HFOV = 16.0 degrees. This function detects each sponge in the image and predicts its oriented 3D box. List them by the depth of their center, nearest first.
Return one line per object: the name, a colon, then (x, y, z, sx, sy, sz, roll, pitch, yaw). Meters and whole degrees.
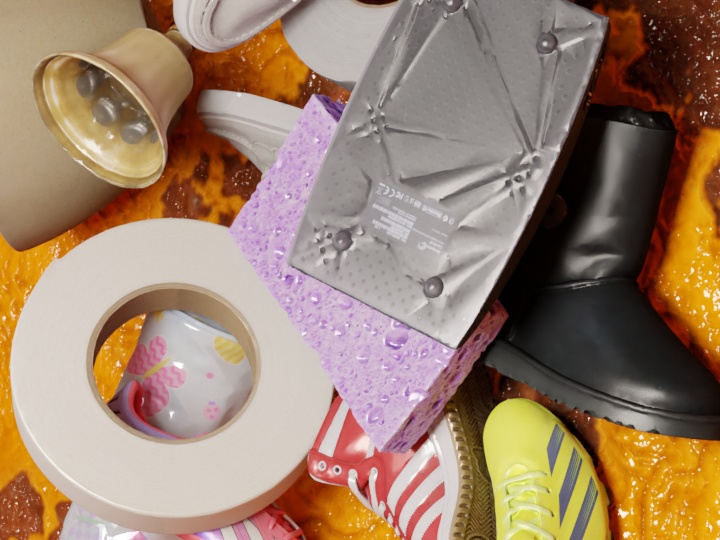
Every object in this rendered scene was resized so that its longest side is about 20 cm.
sponge: (0.000, 0.000, 1.520, 0.112, 0.030, 0.200, -55, 52, 25)

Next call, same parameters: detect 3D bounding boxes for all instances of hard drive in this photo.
hard drive: (0.053, -0.068, 1.432, 0.135, 0.042, 0.200, 26, 94, 28)

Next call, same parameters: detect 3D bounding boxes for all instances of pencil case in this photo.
pencil case: (-0.126, 0.113, 1.670, 0.091, 0.083, 0.200, 26, 102, 27)

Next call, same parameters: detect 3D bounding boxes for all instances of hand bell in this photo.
hand bell: (-0.110, -0.153, 1.653, 0.104, 0.200, 0.104, 26, 142, 22)

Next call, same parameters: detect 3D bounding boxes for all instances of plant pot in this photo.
plant pot: (-0.197, -0.127, 1.727, 0.134, 0.200, 0.200, -17, 67, 4)

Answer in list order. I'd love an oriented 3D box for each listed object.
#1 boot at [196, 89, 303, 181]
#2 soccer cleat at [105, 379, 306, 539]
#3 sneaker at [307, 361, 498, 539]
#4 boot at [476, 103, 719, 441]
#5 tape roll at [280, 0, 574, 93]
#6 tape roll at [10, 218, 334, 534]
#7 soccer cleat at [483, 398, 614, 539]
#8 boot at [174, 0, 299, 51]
boot: (-0.042, -0.054, 1.624, 0.200, 0.074, 0.096, 18, 92, 45)
soccer cleat: (-0.086, 0.147, 1.594, 0.200, 0.067, 0.077, 31, 83, 8)
sneaker: (0.032, 0.147, 1.521, 0.112, 0.071, 0.200, -25, 59, 34)
boot: (0.145, -0.007, 1.435, 0.200, 0.076, 0.168, 24, 103, 49)
tape roll: (0.042, -0.196, 1.550, 0.200, 0.066, 0.200, -19, 59, 35)
tape roll: (-0.116, 0.063, 1.580, 0.037, 0.203, 0.203, 106, 153, -65)
soccer cleat: (0.102, 0.163, 1.442, 0.065, 0.084, 0.200, -30, 63, 37)
boot: (-0.024, -0.194, 1.498, 0.200, 0.074, 0.096, -50, 43, 11)
